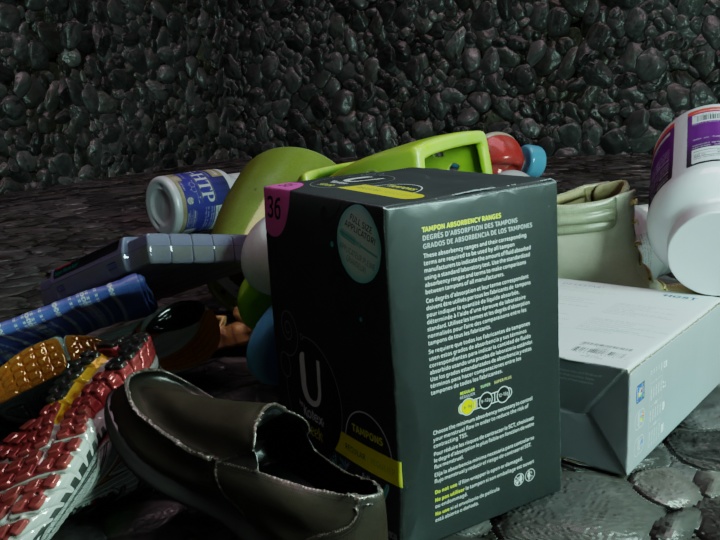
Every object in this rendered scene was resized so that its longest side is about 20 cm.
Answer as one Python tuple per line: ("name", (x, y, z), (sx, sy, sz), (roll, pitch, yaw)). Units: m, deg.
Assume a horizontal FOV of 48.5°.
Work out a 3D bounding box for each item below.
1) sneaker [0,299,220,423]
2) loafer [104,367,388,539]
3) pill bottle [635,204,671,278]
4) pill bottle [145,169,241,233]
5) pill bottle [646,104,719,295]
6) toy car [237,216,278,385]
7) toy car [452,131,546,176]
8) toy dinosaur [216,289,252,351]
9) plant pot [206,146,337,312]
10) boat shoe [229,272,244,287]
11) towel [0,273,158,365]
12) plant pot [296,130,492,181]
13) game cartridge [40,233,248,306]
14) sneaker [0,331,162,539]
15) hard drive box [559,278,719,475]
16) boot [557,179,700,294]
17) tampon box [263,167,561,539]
("sneaker", (-0.227, 0.088, 0.714), (0.200, 0.076, 0.092), (-16, -5, -31))
("loafer", (-0.060, 0.100, 0.447), (0.200, 0.072, 0.073), (26, 16, 25))
("pill bottle", (0.277, -0.020, 0.911), (0.200, 0.115, 0.114), (-12, 15, -36))
("pill bottle", (-0.315, -0.141, 1.602), (0.119, 0.120, 0.200), (9, 18, 44))
("pill bottle", (0.314, -0.063, 0.706), (0.112, 0.113, 0.200), (2, 32, 22))
("toy car", (-0.010, 0.048, 0.667), (0.199, 0.175, 0.150), (-1, 49, 7))
("toy car", (0.245, -0.124, 1.394), (0.184, 0.177, 0.200), (6, 37, -23))
("toy dinosaur", (-0.101, 0.055, 0.826), (0.199, 0.061, 0.106), (-21, 17, 9))
("plant pot", (-0.110, -0.033, 0.995), (0.186, 0.188, 0.200), (0, 27, 16))
("boat shoe", (-0.049, -0.026, 0.841), (0.199, 0.076, 0.074), (-16, 50, 29))
("towel", (-0.271, 0.055, 0.675), (0.199, 0.024, 0.145), (-22, -5, -14))
("plant pot", (0.043, -0.046, 0.930), (0.181, 0.201, 0.199), (-5, 10, 31))
("game cartridge", (-0.193, 0.000, 0.731), (0.200, 0.039, 0.129), (-16, -15, 43))
("sneaker", (-0.170, 0.123, 0.497), (0.078, 0.082, 0.200), (-12, 26, 26))
("hard drive box", (0.176, 0.070, 0.628), (0.156, 0.077, 0.200), (8, 17, 41))
("boot", (0.264, -0.011, 0.780), (0.199, 0.155, 0.072), (-9, 14, -16))
("tampon box", (0.030, 0.042, 0.510), (0.126, 0.201, 0.150), (-11, 14, -31))
